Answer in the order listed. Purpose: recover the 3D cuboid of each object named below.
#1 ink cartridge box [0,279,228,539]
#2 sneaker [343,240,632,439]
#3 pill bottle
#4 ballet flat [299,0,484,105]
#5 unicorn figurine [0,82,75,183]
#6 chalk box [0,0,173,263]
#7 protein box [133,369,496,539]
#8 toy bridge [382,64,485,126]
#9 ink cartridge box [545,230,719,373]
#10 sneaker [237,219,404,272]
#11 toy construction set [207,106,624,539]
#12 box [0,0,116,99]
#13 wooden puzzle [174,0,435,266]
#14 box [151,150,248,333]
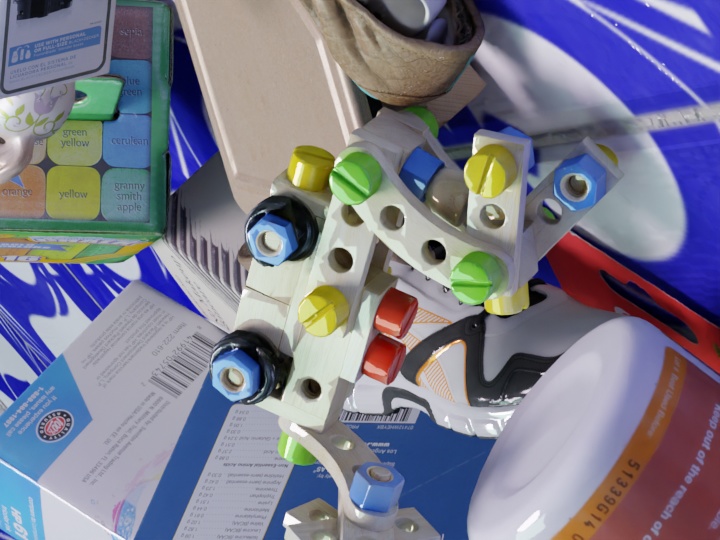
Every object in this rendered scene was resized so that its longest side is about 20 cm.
[{"bbox_3d":[-0.086,0.118,1.643,0.199,0.145,0.085,29,146,22],"label":"ink cartridge box"},{"bbox_3d":[0.044,0.022,1.283,0.199,0.073,0.081,3,110,52],"label":"sneaker"},{"bbox_3d":[0.149,0.117,1.170,0.200,0.112,0.112,36,169,-11],"label":"pill bottle"},{"bbox_3d":[-0.021,-0.146,1.133,0.200,0.068,0.072,51,147,-14],"label":"ballet flat"},{"bbox_3d":[-0.142,-0.129,1.358,0.137,0.073,0.201,-129,42,-50],"label":"unicorn figurine"},{"bbox_3d":[-0.165,-0.073,1.563,0.200,0.124,0.125,158,114,-78],"label":"chalk box"},{"bbox_3d":[0.006,0.154,1.436,0.197,0.201,0.135,-1,139,30],"label":"protein box"},{"bbox_3d":[0.005,-0.080,1.300,0.067,0.027,0.200,50,167,-1],"label":"toy bridge"},{"bbox_3d":[0.133,0.077,1.294,0.161,0.050,0.200,35,163,45],"label":"ink cartridge box"},{"bbox_3d":[0.000,0.000,1.454,0.076,0.070,0.200,50,168,-13],"label":"sneaker"},{"bbox_3d":[0.012,0.023,1.175,0.130,0.201,0.092,23,-167,13],"label":"toy construction set"},{"bbox_3d":[-0.146,-0.184,1.206,0.116,0.060,0.201,36,131,40],"label":"box"},{"bbox_3d":[-0.036,-0.101,1.278,0.185,0.037,0.201,17,130,67],"label":"wooden puzzle"},{"bbox_3d":[-0.028,0.012,1.583,0.200,0.068,0.082,31,160,52],"label":"box"}]
